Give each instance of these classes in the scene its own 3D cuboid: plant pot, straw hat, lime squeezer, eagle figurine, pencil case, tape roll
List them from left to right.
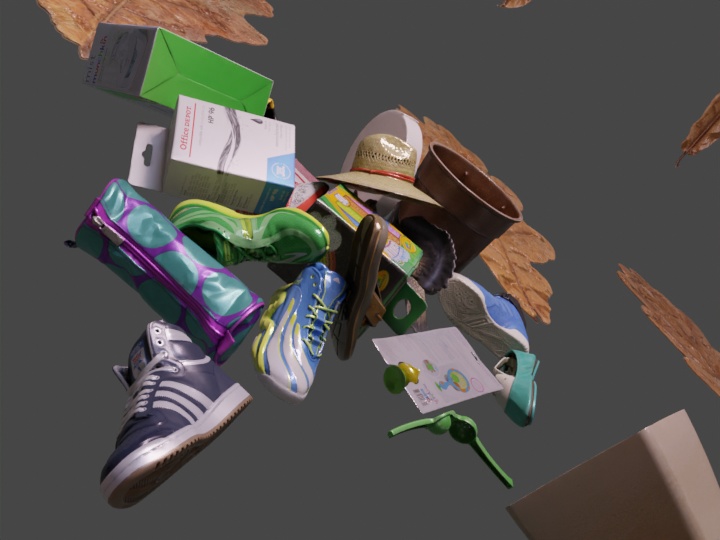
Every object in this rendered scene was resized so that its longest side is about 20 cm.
[{"bbox_3d":[-0.191,0.003,0.750,0.200,0.085,0.092,40,5,3],"label":"pencil case"},{"bbox_3d":[0.031,-0.181,1.313,0.037,0.203,0.203,23,26,-30],"label":"tape roll"},{"bbox_3d":[0.035,-0.155,1.110,0.199,0.086,0.201,13,3,-1],"label":"straw hat"},{"bbox_3d":[0.061,-0.013,1.147,0.199,0.152,0.152,35,4,19],"label":"eagle figurine"},{"bbox_3d":[0.137,-0.080,1.291,0.199,0.199,0.201,33,23,-16],"label":"plant pot"},{"bbox_3d":[0.107,0.205,0.924,0.199,0.038,0.071,29,55,-27],"label":"lime squeezer"},{"bbox_3d":[0.328,0.300,0.891,0.199,0.200,0.178,5,52,-55],"label":"plant pot"}]

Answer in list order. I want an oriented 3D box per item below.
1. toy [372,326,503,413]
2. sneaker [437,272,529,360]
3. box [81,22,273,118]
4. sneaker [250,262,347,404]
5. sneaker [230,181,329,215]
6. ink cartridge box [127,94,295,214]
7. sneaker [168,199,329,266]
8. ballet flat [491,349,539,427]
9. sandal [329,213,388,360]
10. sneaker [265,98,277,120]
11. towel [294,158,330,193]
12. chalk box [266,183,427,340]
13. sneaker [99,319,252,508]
[{"bbox_3d":[0.097,0.138,1.008,0.199,0.047,0.115,1,46,-53],"label":"toy"},{"bbox_3d":[0.211,0.064,1.291,0.200,0.077,0.111,40,27,-9],"label":"sneaker"},{"bbox_3d":[-0.259,-0.270,1.073,0.176,0.098,0.199,20,4,42],"label":"box"},{"bbox_3d":[-0.064,0.053,0.830,0.075,0.105,0.201,30,23,-20],"label":"sneaker"},{"bbox_3d":[-0.122,-0.109,1.081,0.108,0.067,0.202,39,33,-2],"label":"sneaker"},{"bbox_3d":[-0.187,-0.150,0.969,0.198,0.068,0.117,11,52,-20],"label":"ink cartridge box"},{"bbox_3d":[-0.133,-0.030,0.872,0.198,0.075,0.084,6,37,10],"label":"sneaker"},{"bbox_3d":[0.232,0.176,1.148,0.070,0.068,0.200,17,19,10],"label":"ballet flat"},{"bbox_3d":[0.007,0.027,0.876,0.053,0.201,0.081,6,33,-19],"label":"sandal"},{"bbox_3d":[-0.183,-0.268,1.287,0.070,0.090,0.201,10,36,-51],"label":"sneaker"},{"bbox_3d":[-0.105,-0.120,1.220,0.144,0.023,0.200,45,24,8],"label":"towel"},{"bbox_3d":[0.000,0.000,1.017,0.200,0.125,0.124,40,22,0],"label":"chalk box"},{"bbox_3d":[-0.169,0.106,0.601,0.109,0.070,0.200,46,15,4],"label":"sneaker"}]
